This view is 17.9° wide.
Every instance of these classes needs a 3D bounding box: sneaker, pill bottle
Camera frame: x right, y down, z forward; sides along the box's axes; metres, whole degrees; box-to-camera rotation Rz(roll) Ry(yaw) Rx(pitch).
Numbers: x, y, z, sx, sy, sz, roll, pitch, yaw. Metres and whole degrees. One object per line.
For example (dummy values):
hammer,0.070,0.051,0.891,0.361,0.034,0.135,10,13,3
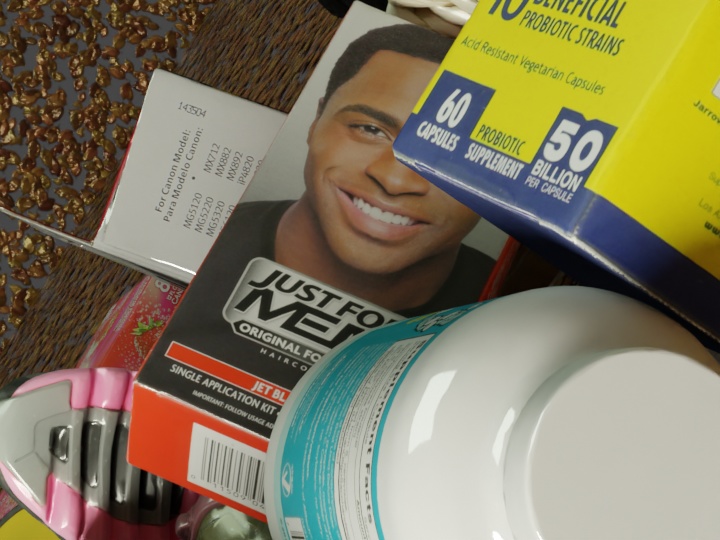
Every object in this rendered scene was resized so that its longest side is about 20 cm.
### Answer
sneaker,-0.087,0.082,0.954,0.095,0.200,0.079,13,84,45
pill bottle,0.046,0.063,0.677,0.111,0.111,0.200,-59,12,-13

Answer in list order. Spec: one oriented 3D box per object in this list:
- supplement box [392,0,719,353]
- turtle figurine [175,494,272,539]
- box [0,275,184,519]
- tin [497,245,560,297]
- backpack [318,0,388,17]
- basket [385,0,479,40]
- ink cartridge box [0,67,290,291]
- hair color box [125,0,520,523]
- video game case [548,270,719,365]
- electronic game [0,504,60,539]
supplement box,0.121,-0.083,0.685,0.200,0.109,0.109,-59,32,-1
turtle figurine,-0.023,0.112,0.884,0.150,0.100,0.200,-52,19,42
box,-0.141,0.113,1.355,0.200,0.100,0.095,-61,12,-27
tin,0.076,-0.028,1.000,0.112,0.042,0.200,-43,16,34
backpack,0.010,-0.241,1.457,0.147,0.200,0.183,-58,11,-9
basket,0.092,-0.152,0.957,0.200,0.135,0.124,-67,-9,-46
ink cartridge box,-0.053,-0.026,1.032,0.200,0.175,0.084,63,-133,-85
hair color box,0.000,0.000,0.856,0.061,0.101,0.200,103,-168,-54
video game case,0.142,-0.045,0.807,0.200,0.022,0.182,-56,11,6
electronic game,-0.154,0.190,0.965,0.200,0.042,0.201,-42,36,41
